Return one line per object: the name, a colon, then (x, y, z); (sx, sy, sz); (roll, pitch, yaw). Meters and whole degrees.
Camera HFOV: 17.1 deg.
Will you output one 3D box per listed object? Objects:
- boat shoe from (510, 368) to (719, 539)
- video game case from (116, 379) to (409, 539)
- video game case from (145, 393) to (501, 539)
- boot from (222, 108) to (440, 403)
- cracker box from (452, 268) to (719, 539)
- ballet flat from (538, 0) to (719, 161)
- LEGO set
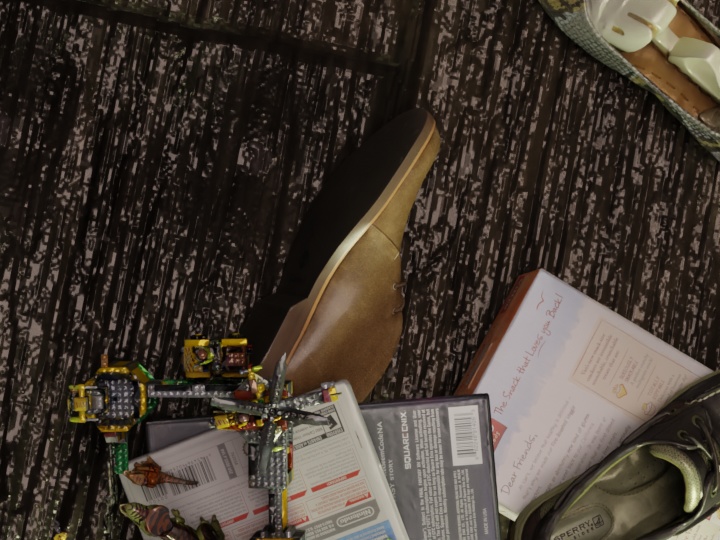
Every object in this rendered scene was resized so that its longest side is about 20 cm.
boat shoe: (0.179, 0.118, 1.371); (0.200, 0.066, 0.072); (-31, 92, -11)
video game case: (-0.038, 0.180, 1.366); (0.143, 0.018, 0.201); (-21, 91, 5)
video game case: (-0.019, 0.150, 1.380); (0.199, 0.019, 0.144); (-5, 92, 6)
boot: (0.000, 0.000, 1.412); (0.075, 0.074, 0.200); (31, 87, -22)
cracker box: (0.153, 0.106, 1.430); (0.200, 0.058, 0.134); (31, 81, -8)
ballet flat: (0.190, -0.139, 1.451); (0.200, 0.072, 0.072); (40, 80, -5)
LEGO set: (-0.094, 0.136, 1.300); (0.153, 0.116, 0.201); (7, 93, 5)
